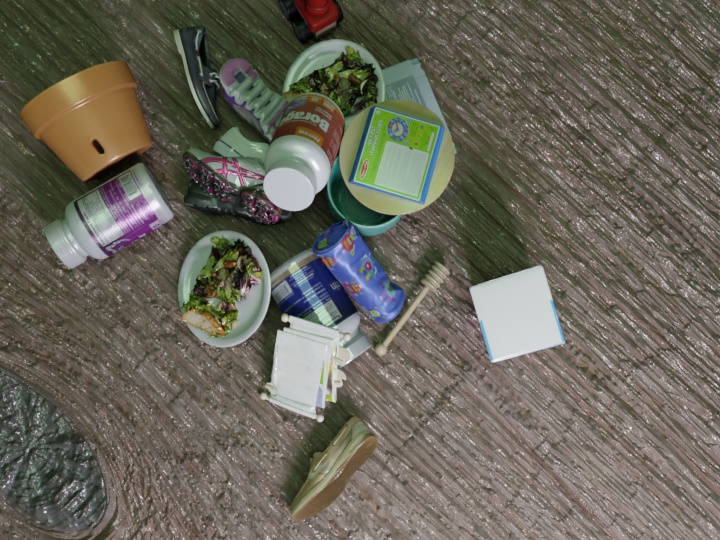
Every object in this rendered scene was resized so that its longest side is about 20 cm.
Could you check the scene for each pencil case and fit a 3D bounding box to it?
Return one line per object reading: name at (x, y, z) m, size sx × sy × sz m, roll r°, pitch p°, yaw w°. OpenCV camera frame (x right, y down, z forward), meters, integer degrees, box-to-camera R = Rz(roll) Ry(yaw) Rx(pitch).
pencil case at (0.000, 0.000, 1.123) m, size 0.201 × 0.077 × 0.088 m, roll 51°, pitch 48°, yaw -30°

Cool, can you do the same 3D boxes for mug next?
mug at (0.025, -0.149, 1.170) m, size 0.183 × 0.114 × 0.154 m, roll -31°, pitch 85°, yaw -9°

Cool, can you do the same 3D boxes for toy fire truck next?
toy fire truck at (-0.119, -0.531, 1.167) m, size 0.127 × 0.200 × 0.178 m, roll -30°, pitch 85°, yaw -8°

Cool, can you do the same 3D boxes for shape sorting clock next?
shape sorting clock at (0.061, -0.193, 1.100) m, size 0.195 × 0.039 × 0.204 m, roll 0°, pitch 81°, yaw -1°

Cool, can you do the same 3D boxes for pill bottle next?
pill bottle at (-0.436, -0.091, 1.126) m, size 0.198 × 0.112 × 0.113 m, roll -32°, pitch 86°, yaw -8°
pill bottle at (-0.070, 0.072, 1.131) m, size 0.115 × 0.116 × 0.202 m, roll -32°, pitch 87°, yaw -8°
pill bottle at (-0.095, -0.197, 1.077) m, size 0.110 × 0.113 × 0.202 m, roll 15°, pitch 47°, yaw -2°

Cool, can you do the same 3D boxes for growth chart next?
growth chart at (-0.092, 0.168, 1.096) m, size 0.142 × 0.018 × 0.203 m, roll 22°, pitch 118°, yaw 11°

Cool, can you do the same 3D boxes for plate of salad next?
plate of salad at (-0.052, -0.328, 1.197) m, size 0.196 × 0.048 × 0.205 m, roll 0°, pitch 88°, yaw 11°
plate of salad at (-0.244, 0.031, 1.124) m, size 0.196 × 0.048 × 0.205 m, roll -2°, pitch 86°, yaw 25°

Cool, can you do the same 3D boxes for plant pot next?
plant pot at (-0.455, -0.247, 1.118) m, size 0.198 × 0.200 × 0.142 m, roll -31°, pitch 103°, yaw -8°

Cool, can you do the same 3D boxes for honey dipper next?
honey dipper at (0.090, 0.071, 1.184) m, size 0.038 × 0.038 × 0.201 m, roll 38°, pitch 83°, yaw 2°

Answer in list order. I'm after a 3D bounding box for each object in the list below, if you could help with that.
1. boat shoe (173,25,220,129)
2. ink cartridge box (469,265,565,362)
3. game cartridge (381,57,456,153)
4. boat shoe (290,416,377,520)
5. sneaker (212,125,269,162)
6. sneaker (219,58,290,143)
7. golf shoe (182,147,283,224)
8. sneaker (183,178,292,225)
boat shoe at (-0.288, -0.362, 1.196) m, size 0.062 × 0.073 × 0.203 m, roll -19°, pitch 79°, yaw -4°
ink cartridge box at (0.269, 0.074, 1.127) m, size 0.123 × 0.200 × 0.131 m, roll -17°, pitch 83°, yaw 11°
game cartridge at (0.087, -0.291, 1.235) m, size 0.131 × 0.040 × 0.203 m, roll -20°, pitch 84°, yaw -11°
boat shoe at (-0.054, 0.345, 1.126) m, size 0.200 × 0.071 × 0.064 m, roll -47°, pitch 53°, yaw -1°
sneaker at (-0.174, -0.192, 1.180) m, size 0.198 × 0.073 × 0.071 m, roll 36°, pitch 85°, yaw 1°
sneaker at (-0.182, -0.291, 1.192) m, size 0.200 × 0.088 × 0.081 m, roll 47°, pitch 68°, yaw -11°
golf shoe at (-0.210, -0.160, 1.116) m, size 0.198 × 0.073 × 0.093 m, roll 29°, pitch 63°, yaw 1°
sneaker at (-0.217, -0.134, 1.169) m, size 0.196 × 0.075 × 0.081 m, roll 12°, pitch 79°, yaw -3°
